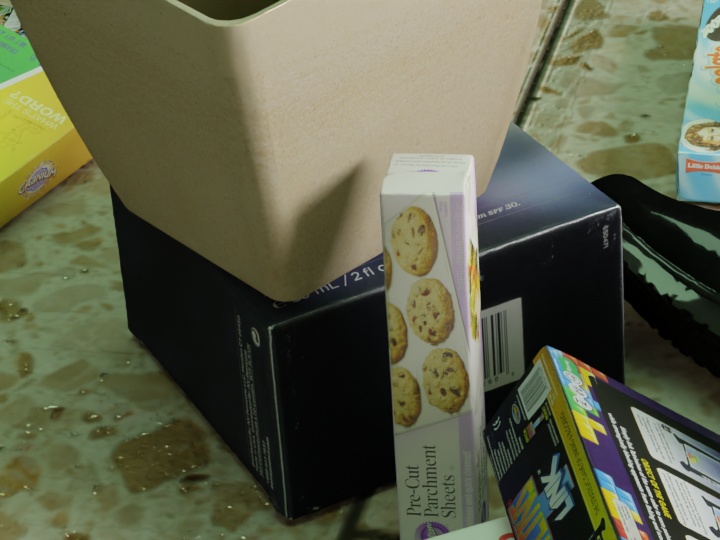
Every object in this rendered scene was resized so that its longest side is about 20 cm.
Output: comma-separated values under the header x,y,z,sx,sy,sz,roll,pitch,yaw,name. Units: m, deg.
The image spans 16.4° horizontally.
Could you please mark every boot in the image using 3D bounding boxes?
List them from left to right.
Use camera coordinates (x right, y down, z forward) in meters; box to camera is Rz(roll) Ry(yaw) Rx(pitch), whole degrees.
x,y,z,sx,sy,sz,roll,pitch,yaw,name
0.220,-0.021,1.292,0.158,0.079,0.211,-43,54,-9,boot

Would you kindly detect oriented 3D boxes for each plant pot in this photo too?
x,y,z,sx,sy,sz,roll,pitch,yaw,name
-0.035,-0.106,1.181,0.200,0.177,0.200,-30,40,-30,plant pot

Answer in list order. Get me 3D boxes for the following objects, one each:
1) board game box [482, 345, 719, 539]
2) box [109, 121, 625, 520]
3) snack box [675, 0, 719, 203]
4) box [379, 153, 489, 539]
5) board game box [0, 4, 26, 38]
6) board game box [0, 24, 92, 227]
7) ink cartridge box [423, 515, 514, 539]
x,y,z,sx,sy,sz,roll,pitch,yaw,name
0.145,0.129,1.040,0.165,0.057,0.200,29,18,-17,board game box
0.000,0.000,1.290,0.200,0.123,0.198,-19,35,-22,box
0.254,-0.103,1.492,0.116,0.037,0.200,4,34,10,snack box
0.035,0.042,1.149,0.041,0.200,0.039,3,31,9,box
-0.276,-0.116,1.585,0.105,0.024,0.200,17,38,25,board game box
-0.261,-0.079,1.477,0.153,0.040,0.200,29,44,18,board game box
0.012,0.192,1.029,0.200,0.084,0.146,-15,36,-16,ink cartridge box
